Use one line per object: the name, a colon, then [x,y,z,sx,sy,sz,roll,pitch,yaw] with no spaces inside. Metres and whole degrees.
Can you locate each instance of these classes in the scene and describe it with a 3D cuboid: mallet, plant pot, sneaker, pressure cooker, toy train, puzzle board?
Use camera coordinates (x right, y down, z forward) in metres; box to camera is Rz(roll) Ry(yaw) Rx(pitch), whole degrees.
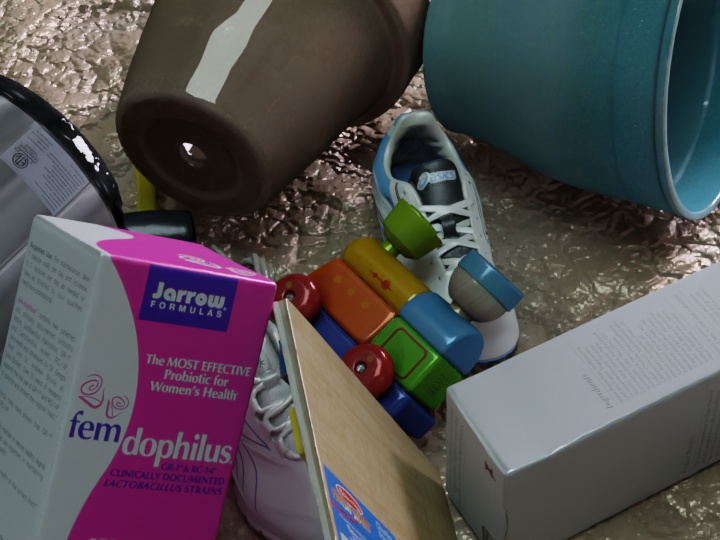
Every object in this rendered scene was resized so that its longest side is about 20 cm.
mallet: [-0.161,-0.071,1.098,0.066,0.041,0.200,-10,45,-10]
plant pot: [0.151,-0.146,1.050,0.188,0.200,0.200,11,49,28]
plant pot: [-0.072,-0.135,1.040,0.200,0.200,0.175,16,53,17]
sneaker: [-0.055,0.083,0.917,0.074,0.087,0.200,-26,53,-21]
pressure cooker: [-0.248,0.003,0.871,0.176,0.179,0.200,25,53,20]
sneaker: [0.051,-0.022,1.016,0.072,0.073,0.200,-12,50,-9]
toy train: [0.000,0.000,0.965,0.116,0.085,0.200,-46,57,-1]
puzzle board: [0.012,0.124,0.812,0.017,0.200,0.151,-25,48,13]

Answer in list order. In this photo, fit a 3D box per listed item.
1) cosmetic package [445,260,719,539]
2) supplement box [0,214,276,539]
cosmetic package: [0.149,0.080,0.900,0.200,0.102,0.074,-22,50,-17]
supplement box: [-0.129,0.083,0.807,0.101,0.201,0.103,10,6,-32]
